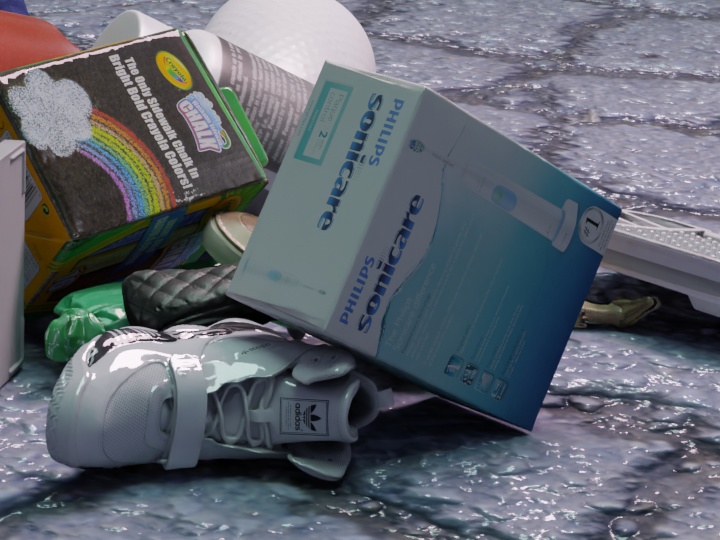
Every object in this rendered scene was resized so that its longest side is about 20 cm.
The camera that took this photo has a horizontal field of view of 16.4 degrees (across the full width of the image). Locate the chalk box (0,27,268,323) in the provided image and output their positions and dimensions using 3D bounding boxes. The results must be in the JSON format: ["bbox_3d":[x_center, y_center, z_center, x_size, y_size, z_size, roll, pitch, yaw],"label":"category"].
[{"bbox_3d":[-0.153,-0.065,1.594,0.200,0.125,0.124,-18,-17,-39],"label":"chalk box"}]

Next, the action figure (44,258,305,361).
[{"bbox_3d":[-0.117,0.029,1.525,0.118,0.055,0.200,20,18,38],"label":"action figure"}]

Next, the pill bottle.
[{"bbox_3d":[-0.096,-0.101,1.761,0.200,0.114,0.114,25,6,-26],"label":"pill bottle"}]

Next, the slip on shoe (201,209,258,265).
[{"bbox_3d":[0.000,0.000,1.548,0.200,0.061,0.076,26,20,10],"label":"slip on shoe"}]

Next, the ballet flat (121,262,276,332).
[{"bbox_3d":[-0.044,-0.001,1.467,0.200,0.066,0.057,-17,63,-23],"label":"ballet flat"}]

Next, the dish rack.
[{"bbox_3d":[0.228,-0.003,1.724,0.200,0.044,0.172,18,8,41],"label":"dish rack"}]

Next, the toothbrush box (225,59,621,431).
[{"bbox_3d":[0.040,-0.011,1.416,0.085,0.146,0.200,19,-5,42],"label":"toothbrush box"}]

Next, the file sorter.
[{"bbox_3d":[-0.273,0.011,1.395,0.124,0.139,0.200,4,15,7],"label":"file sorter"}]

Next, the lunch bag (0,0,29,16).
[{"bbox_3d":[-0.346,-0.150,1.920,0.200,0.132,0.136,-24,20,-23],"label":"lunch bag"}]

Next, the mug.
[{"bbox_3d":[-0.093,-0.137,1.936,0.200,0.148,0.175,20,24,-3],"label":"mug"}]

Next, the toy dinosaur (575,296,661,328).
[{"bbox_3d":[0.098,0.011,1.688,0.200,0.058,0.101,21,6,25],"label":"toy dinosaur"}]

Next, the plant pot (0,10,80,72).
[{"bbox_3d":[-0.299,-0.109,1.749,0.201,0.201,0.195,15,11,32],"label":"plant pot"}]

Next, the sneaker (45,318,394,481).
[{"bbox_3d":[-0.072,0.072,1.344,0.115,0.075,0.200,12,13,33],"label":"sneaker"}]
